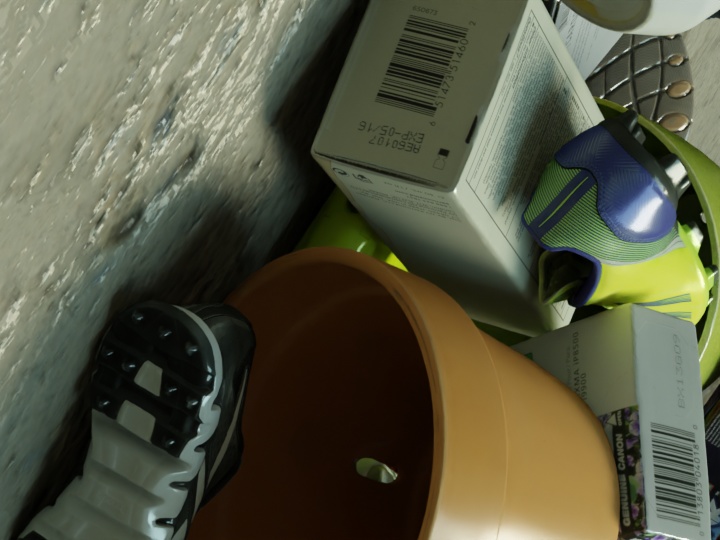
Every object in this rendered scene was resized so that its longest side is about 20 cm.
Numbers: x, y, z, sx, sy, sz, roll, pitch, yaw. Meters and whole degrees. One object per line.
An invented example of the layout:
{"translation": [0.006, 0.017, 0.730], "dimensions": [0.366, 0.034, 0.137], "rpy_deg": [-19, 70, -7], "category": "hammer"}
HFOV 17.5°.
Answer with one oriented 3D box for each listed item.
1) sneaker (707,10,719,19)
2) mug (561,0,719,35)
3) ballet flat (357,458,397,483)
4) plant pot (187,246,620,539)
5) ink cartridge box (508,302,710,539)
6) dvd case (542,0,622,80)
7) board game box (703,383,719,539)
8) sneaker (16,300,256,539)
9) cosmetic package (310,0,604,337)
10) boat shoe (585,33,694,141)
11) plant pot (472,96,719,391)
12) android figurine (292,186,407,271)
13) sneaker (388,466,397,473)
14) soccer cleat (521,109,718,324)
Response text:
{"translation": [0.236, -0.215, 1.247], "dimensions": [0.077, 0.146, 0.203], "rpy_deg": [39, 71, -54], "category": "sneaker"}
{"translation": [0.155, -0.180, 1.128], "dimensions": [0.153, 0.149, 0.187], "rpy_deg": [-43, 154, -24], "category": "mug"}
{"translation": [-0.018, 0.124, 1.197], "dimensions": [0.200, 0.072, 0.072], "rpy_deg": [0, 125, -42], "category": "ballet flat"}
{"translation": [0.019, 0.101, 1.029], "dimensions": [0.140, 0.200, 0.200], "rpy_deg": [16, 109, -37], "category": "plant pot"}
{"translation": [0.074, 0.096, 1.116], "dimensions": [0.050, 0.109, 0.200], "rpy_deg": [17, 153, -39], "category": "ink cartridge box"}
{"translation": [0.143, -0.171, 1.331], "dimensions": [0.200, 0.025, 0.150], "rpy_deg": [-50, 164, -30], "category": "dvd case"}
{"translation": [0.218, 0.096, 1.332], "dimensions": [0.165, 0.057, 0.200], "rpy_deg": [-50, 171, -51], "category": "board game box"}
{"translation": [-0.092, 0.096, 0.999], "dimensions": [0.090, 0.066, 0.200], "rpy_deg": [-24, 141, -62], "category": "sneaker"}
{"translation": [0.055, -0.051, 1.069], "dimensions": [0.104, 0.073, 0.200], "rpy_deg": [-68, 157, -14], "category": "cosmetic package"}
{"translation": [0.162, -0.067, 1.448], "dimensions": [0.072, 0.075, 0.201], "rpy_deg": [-150, -118, -81], "category": "boat shoe"}
{"translation": [0.153, 0.002, 1.309], "dimensions": [0.200, 0.187, 0.188], "rpy_deg": [1, 120, -58], "category": "plant pot"}
{"translation": [0.000, 0.000, 1.172], "dimensions": [0.200, 0.041, 0.182], "rpy_deg": [-58, 166, -9], "category": "android figurine"}
{"translation": [-0.006, 0.152, 1.338], "dimensions": [0.199, 0.070, 0.094], "rpy_deg": [-14, 138, -48], "category": "sneaker"}
{"translation": [0.116, -0.008, 1.089], "dimensions": [0.084, 0.065, 0.200], "rpy_deg": [-40, 156, -2], "category": "soccer cleat"}
